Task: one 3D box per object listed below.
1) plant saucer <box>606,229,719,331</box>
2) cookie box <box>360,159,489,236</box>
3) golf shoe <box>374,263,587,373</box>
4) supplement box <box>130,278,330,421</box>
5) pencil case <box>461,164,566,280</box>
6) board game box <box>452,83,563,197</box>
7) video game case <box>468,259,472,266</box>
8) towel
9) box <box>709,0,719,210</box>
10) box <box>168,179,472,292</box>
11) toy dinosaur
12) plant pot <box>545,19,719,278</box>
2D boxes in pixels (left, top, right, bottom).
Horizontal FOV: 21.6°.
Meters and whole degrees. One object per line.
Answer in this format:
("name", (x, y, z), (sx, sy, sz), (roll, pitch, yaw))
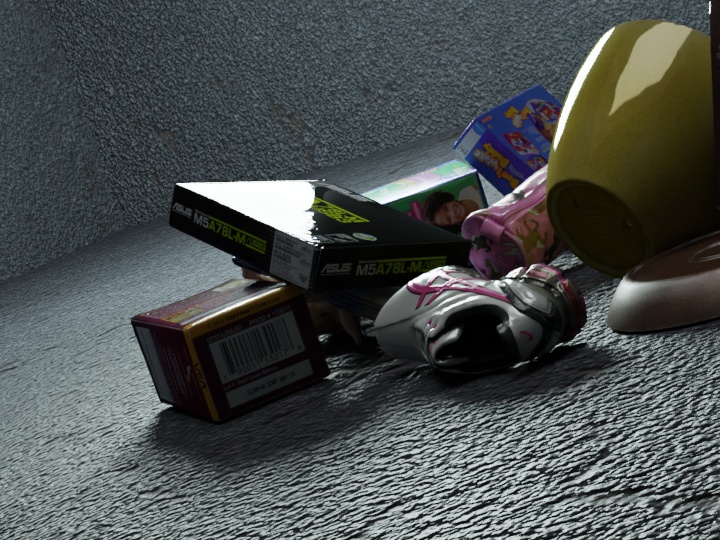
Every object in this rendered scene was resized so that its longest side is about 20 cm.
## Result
("plant saucer", (0.271, -0.004, 1.383), (0.198, 0.032, 0.200), (-20, 7, 3))
("cookie box", (0.032, -0.048, 2.020), (0.198, 0.076, 0.171), (-20, 8, -2))
("golf shoe", (0.070, 0.040, 1.414), (0.092, 0.073, 0.199), (-27, 11, -39))
("supplement box", (-0.117, 0.066, 1.655), (0.109, 0.087, 0.200), (-21, 8, -18))
("pencil case", (0.180, -0.064, 1.730), (0.200, 0.087, 0.082), (-39, 22, -28))
("board game box", (0.197, -0.125, 2.058), (0.045, 0.134, 0.200), (-51, -10, 28))
("video game case", (0.027, 0.009, 1.978), (0.198, 0.019, 0.143), (-19, 7, -6))
("towel", (0.000, 0.000, 1.708), (0.199, 0.024, 0.146), (21, 23, 28))
("box", (0.362, -0.147, 1.377), (0.164, 0.203, 0.164), (-3, 3, -16))
("box", (-0.036, -0.033, 1.669), (0.192, 0.048, 0.199), (-6, 22, -43))
("toy dinosaur", (-0.022, 0.022, 1.779), (0.134, 0.087, 0.200), (-15, 10, -25))
("plant pot", (0.227, -0.078, 1.515), (0.142, 0.201, 0.199), (-46, 20, -29))
